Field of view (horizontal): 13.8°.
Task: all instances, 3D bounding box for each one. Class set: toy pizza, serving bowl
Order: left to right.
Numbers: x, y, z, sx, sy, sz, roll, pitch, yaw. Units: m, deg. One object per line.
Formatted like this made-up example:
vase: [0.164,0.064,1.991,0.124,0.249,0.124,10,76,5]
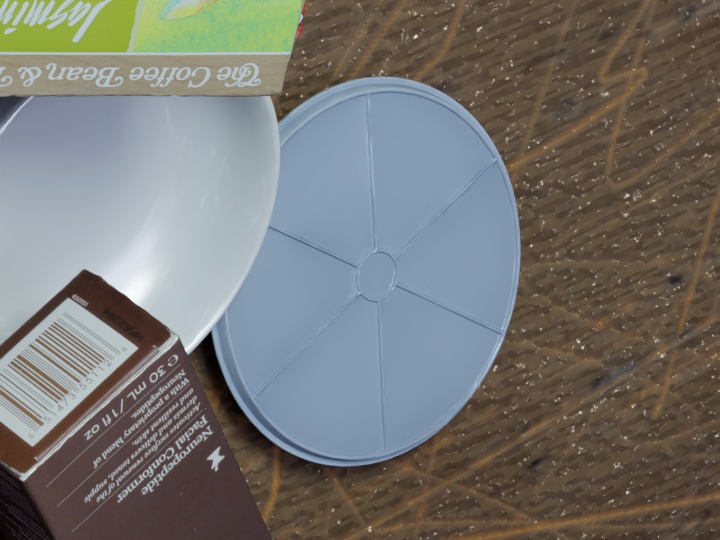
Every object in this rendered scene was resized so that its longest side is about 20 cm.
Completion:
serving bowl: [-0.132,-0.032,1.376,0.200,0.066,0.201,-29,136,-33]
toy pizza: [0.000,0.000,1.522,0.199,0.032,0.202,-9,105,-36]

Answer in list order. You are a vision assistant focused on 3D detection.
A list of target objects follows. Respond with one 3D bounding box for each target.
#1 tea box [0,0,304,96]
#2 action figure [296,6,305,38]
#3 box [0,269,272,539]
tea box: [-0.123,-0.185,1.215,0.199,0.134,0.198,-2,125,-26]
action figure: [-0.024,-0.206,1.410,0.051,0.065,0.201,12,91,-11]
box: [-0.113,0.107,1.387,0.100,0.075,0.200,-43,143,-18]
